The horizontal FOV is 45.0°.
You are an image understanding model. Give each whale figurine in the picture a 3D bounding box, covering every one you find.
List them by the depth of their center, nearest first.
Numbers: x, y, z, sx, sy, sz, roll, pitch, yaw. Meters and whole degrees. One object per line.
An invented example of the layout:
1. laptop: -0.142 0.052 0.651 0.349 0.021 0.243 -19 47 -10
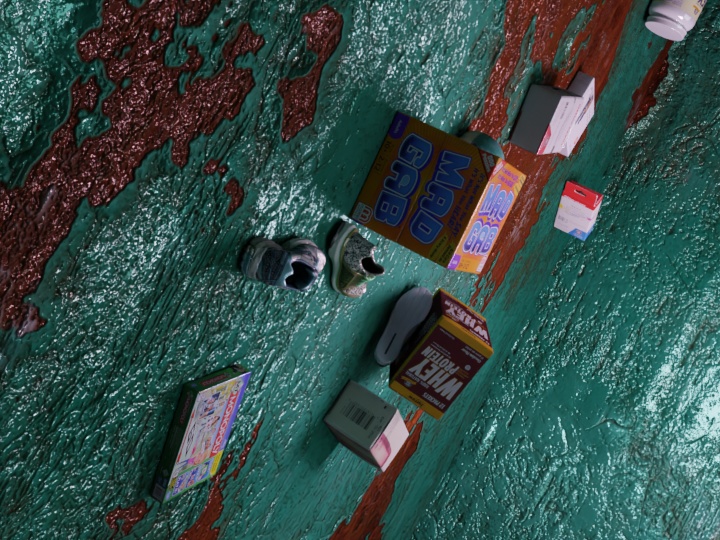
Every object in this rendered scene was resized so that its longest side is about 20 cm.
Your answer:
1. whale figurine: 0.218 -0.183 1.759 0.200 0.103 0.159 -57 158 -11

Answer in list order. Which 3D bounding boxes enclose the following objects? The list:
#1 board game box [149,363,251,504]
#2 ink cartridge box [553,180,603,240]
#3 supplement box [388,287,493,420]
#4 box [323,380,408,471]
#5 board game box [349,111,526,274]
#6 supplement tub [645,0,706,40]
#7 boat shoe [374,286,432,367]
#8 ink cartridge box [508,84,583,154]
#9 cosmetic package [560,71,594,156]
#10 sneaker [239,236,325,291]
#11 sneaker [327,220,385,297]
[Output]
1. board game box: -0.246 0.249 1.340 0.134 0.029 0.201 -15 130 -60
2. ink cartridge box: 0.704 -0.206 2.797 0.067 0.116 0.201 -45 153 -34
3. supplement box: 0.171 0.178 1.894 0.198 0.133 0.200 -54 -172 16
4. box: 0.016 0.343 1.900 0.109 0.128 0.200 -54 157 -16
5. board game box: 0.139 -0.129 1.517 0.201 0.199 0.200 -65 158 8
6. supplement tub: 0.956 -0.809 2.605 0.201 0.145 0.145 -64 158 6
7. boat shoe: 0.085 0.122 1.891 0.200 0.072 0.071 -53 178 -20
8. ink cartridge box: 0.447 -0.363 2.083 0.200 0.083 0.147 -17 132 -60
9. cosmetic package: 0.575 -0.419 2.349 0.151 0.052 0.200 -56 158 -7
10. sneaker: -0.097 0.002 1.298 0.200 0.086 0.078 -5 122 -64
11. sneaker: 0.000 0.000 1.509 0.077 0.088 0.200 -53 157 -20
